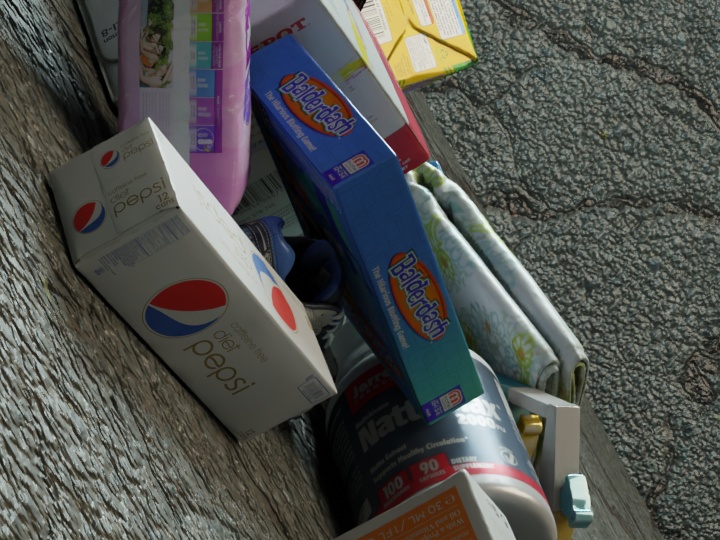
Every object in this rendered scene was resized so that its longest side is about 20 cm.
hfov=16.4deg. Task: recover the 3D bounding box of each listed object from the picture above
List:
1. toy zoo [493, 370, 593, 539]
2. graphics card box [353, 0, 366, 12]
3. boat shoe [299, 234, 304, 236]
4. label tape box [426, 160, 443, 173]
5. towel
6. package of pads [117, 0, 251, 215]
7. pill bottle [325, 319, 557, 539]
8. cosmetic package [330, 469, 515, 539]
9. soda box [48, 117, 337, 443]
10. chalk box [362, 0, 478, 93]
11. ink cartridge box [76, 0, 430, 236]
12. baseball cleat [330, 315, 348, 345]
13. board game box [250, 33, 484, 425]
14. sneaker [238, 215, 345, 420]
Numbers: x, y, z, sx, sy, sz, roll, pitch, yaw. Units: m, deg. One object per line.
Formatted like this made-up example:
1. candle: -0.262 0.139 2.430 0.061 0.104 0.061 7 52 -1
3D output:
1. toy zoo: 0.093 0.138 1.640 0.200 0.020 0.132 22 -73 62
2. graphics card box: -0.075 -0.236 1.672 0.199 0.126 0.051 9 35 -26
3. boat shoe: -0.033 -0.064 1.890 0.068 0.073 0.199 61 5 20
4. label tape box: 0.062 0.026 1.978 0.200 0.063 0.145 71 5 -62
5. towel: 0.085 0.043 1.730 0.200 0.048 0.172 53 -25 30
6. package of pads: -0.099 -0.133 1.417 0.121 0.075 0.201 -99 -170 -74
7. pill bottle: 0.042 0.115 1.582 0.120 0.119 0.200 55 9 -40
8. cosmetic package: 0.060 0.224 1.389 0.071 0.101 0.201 50 13 -53
9. soda box: -0.086 0.009 1.321 0.200 0.063 0.068 53 11 -51
10. chalk box: -0.030 -0.178 1.917 0.123 0.200 0.125 -20 92 -40
11. ink cartridge box: -0.073 -0.137 1.612 0.200 0.145 0.145 52 12 -52
12. baseball cleat: 0.000 0.000 1.766 0.069 0.107 0.200 15 19 -8
13. board game box: 0.000 -0.024 1.506 0.152 0.045 0.201 52 -13 47
14. sneaker: -0.040 0.026 1.479 0.077 0.085 0.200 65 8 25
